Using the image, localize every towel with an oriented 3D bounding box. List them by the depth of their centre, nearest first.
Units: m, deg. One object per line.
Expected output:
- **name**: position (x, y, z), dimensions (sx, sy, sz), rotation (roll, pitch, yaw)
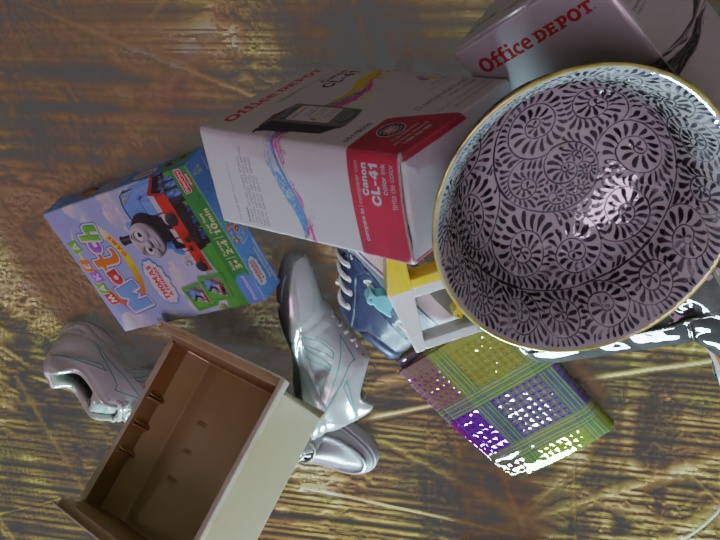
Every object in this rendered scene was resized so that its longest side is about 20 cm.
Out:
- **towel**: position (0.146, 0.122, 0.886), dimensions (0.143, 0.023, 0.200), rotation (-36, 109, 30)

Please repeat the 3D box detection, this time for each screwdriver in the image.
- **screwdriver**: position (0.154, -0.073, 0.655), dimensions (0.198, 0.028, 0.029), rotation (33, 143, 15)

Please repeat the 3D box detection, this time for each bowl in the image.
- **bowl**: position (0.138, -0.055, 0.584), dimensions (0.197, 0.095, 0.204), rotation (-2, 122, -4)

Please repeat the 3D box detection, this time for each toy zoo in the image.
- **toy zoo**: position (0.098, -0.005, 0.767), dimensions (0.197, 0.021, 0.133), rotation (-17, 120, -3)

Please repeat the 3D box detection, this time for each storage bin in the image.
- **storage bin**: position (-0.167, 0.175, 0.837), dimensions (0.196, 0.202, 0.094), rotation (19, 165, 35)

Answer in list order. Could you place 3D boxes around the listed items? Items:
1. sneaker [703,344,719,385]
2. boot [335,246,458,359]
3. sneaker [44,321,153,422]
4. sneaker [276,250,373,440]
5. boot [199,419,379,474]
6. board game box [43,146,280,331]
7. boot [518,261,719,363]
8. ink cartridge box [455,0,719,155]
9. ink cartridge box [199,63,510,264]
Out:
- **sneaker**: position (0.364, 0.082, 0.770), dimensions (0.199, 0.079, 0.080), rotation (40, 120, 0)
- **boot**: position (0.000, 0.000, 0.809), dimensions (0.090, 0.073, 0.200), rotation (-35, 110, 25)
- **sneaker**: position (-0.255, 0.139, 0.957), dimensions (0.198, 0.081, 0.071), rotation (31, 124, -9)
- **sneaker**: position (-0.037, 0.070, 0.880), dimensions (0.079, 0.071, 0.204), rotation (-14, 115, -9)
- **boot**: position (-0.078, 0.193, 0.945), dimensions (0.197, 0.096, 0.074), rotation (24, 126, -2)
- **board game box**: position (-0.195, -0.023, 0.853), dimensions (0.197, 0.037, 0.153), rotation (-12, 119, 33)
- **boot**: position (0.236, 0.054, 0.725), dimensions (0.198, 0.073, 0.183), rotation (-22, 114, 33)
- **ink cartridge box**: position (0.188, -0.135, 0.633), dimensions (0.200, 0.085, 0.145), rotation (46, 151, -16)
- **ink cartridge box**: position (-0.001, -0.089, 0.663), dimensions (0.198, 0.147, 0.087), rotation (15, 129, 36)
